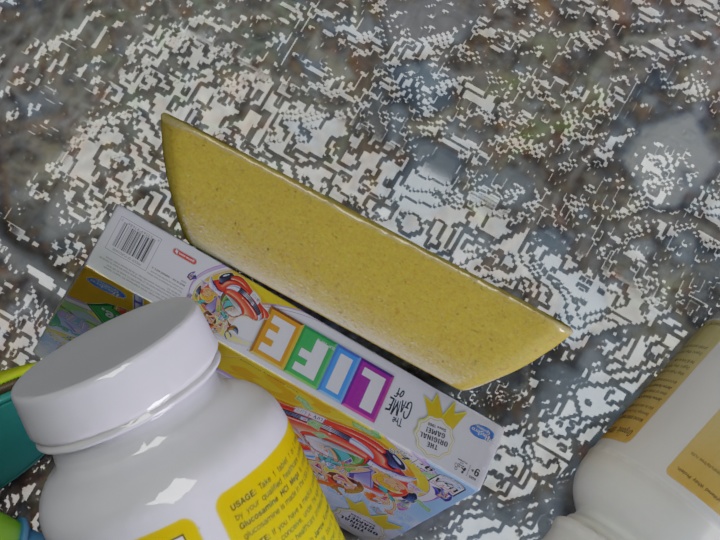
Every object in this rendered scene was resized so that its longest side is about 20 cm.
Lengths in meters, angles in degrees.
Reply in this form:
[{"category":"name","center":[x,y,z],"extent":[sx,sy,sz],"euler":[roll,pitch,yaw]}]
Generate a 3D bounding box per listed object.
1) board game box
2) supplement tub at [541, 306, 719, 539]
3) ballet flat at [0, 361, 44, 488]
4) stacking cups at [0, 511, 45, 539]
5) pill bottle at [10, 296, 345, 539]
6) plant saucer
[{"category":"board game box","center":[-0.047,0.055,0.845],"extent":[0.199,0.134,0.034],"euler":[30,64,-8]},{"category":"supplement tub","center":[0.191,0.101,0.858],"extent":[0.144,0.144,0.200],"euler":[43,80,8]},{"category":"ballet flat","center":[-0.229,0.100,0.894],"extent":[0.200,0.067,0.067],"euler":[-42,53,-8]},{"category":"stacking cups","center":[-0.154,0.146,0.858],"extent":[0.199,0.060,0.061],"euler":[29,77,-22]},{"category":"pill bottle","center":[-0.064,0.119,0.757],"extent":[0.112,0.112,0.202],"euler":[-26,104,-7]},{"category":"plant saucer","center":[0.000,0.000,0.855],"extent":[0.198,0.200,0.049],"euler":[27,92,5]}]
